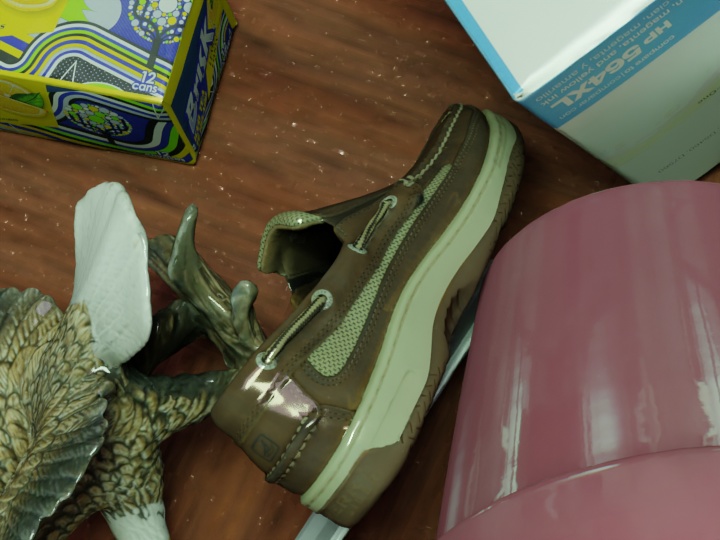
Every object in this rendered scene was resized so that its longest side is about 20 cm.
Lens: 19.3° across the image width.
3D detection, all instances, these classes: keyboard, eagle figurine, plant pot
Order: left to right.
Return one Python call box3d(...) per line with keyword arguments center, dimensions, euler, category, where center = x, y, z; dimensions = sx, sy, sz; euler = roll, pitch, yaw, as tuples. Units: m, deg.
box3d(center=(-0.115, 0.075, 0.776), dimensions=(0.200, 0.152, 0.151), euler=(-33, 88, -10), category="eagle figurine")
box3d(center=(0.006, 0.072, 0.794), dimensions=(0.011, 0.056, 0.200), euler=(36, 77, -9), category="keyboard")
box3d(center=(0.108, 0.078, 0.714), dimensions=(0.200, 0.200, 0.179), euler=(-7, 53, 6), category="plant pot")

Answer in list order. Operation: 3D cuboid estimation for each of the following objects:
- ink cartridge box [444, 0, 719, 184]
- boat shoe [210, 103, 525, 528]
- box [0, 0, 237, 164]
box3d(center=(0.106, -0.121, 0.786), dimensions=(0.125, 0.200, 0.129), euler=(-37, 67, 13), category="ink cartridge box")
box3d(center=(0.003, -0.004, 0.754), dimensions=(0.075, 0.075, 0.202), euler=(29, 40, -4), category="boat shoe")
box3d(center=(-0.159, -0.102, 0.881), dimensions=(0.200, 0.064, 0.070), euler=(10, 71, 13), category="box")
